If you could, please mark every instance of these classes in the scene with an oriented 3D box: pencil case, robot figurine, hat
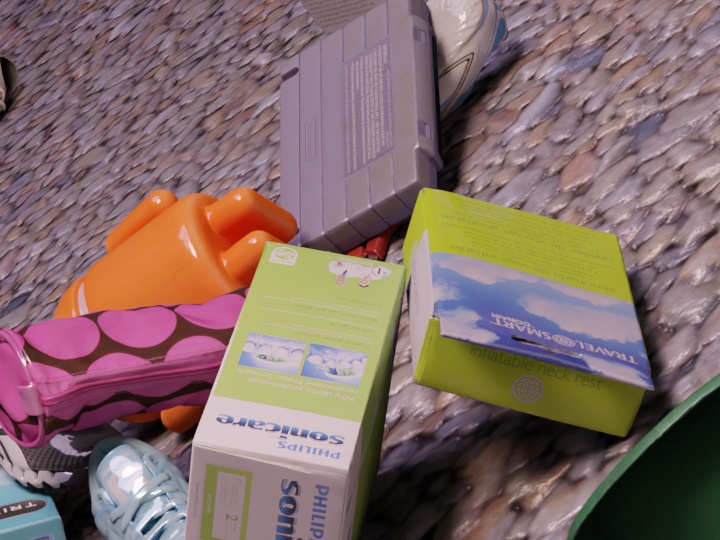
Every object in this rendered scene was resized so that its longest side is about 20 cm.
[{"bbox_3d":[-0.132,0.059,1.596,0.199,0.091,0.094,-11,25,-21],"label":"pencil case"},{"bbox_3d":[-0.128,0.025,1.733,0.200,0.144,0.117,-36,2,19],"label":"robot figurine"},{"bbox_3d":[0.203,0.133,1.093,0.165,0.176,0.200,-40,-18,1],"label":"hat"}]

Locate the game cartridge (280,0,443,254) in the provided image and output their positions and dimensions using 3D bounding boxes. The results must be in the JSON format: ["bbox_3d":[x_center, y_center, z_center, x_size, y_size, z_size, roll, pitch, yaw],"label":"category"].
[{"bbox_3d":[0.000,-0.100,1.803,0.129,0.038,0.201,-25,42,24],"label":"game cartridge"}]

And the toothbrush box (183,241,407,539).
[{"bbox_3d":[-0.036,0.101,1.359,0.085,0.146,0.200,9,33,3],"label":"toothbrush box"}]

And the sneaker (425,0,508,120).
[{"bbox_3d":[0.035,-0.121,1.873,0.200,0.072,0.072,-48,47,7],"label":"sneaker"}]

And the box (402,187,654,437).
[{"bbox_3d":[0.088,0.023,1.376,0.200,0.121,0.048,-92,17,-66],"label":"box"}]

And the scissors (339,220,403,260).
[{"bbox_3d":[0.000,0.000,1.731,0.073,0.014,0.200,-27,24,25],"label":"scissors"}]

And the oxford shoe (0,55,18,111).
[{"bbox_3d":[-0.416,-0.178,2.749,0.057,0.076,0.200,5,34,8],"label":"oxford shoe"}]

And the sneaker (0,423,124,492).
[{"bbox_3d":[-0.221,0.090,1.699,0.066,0.091,0.199,-16,19,-36],"label":"sneaker"}]

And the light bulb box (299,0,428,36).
[{"bbox_3d":[0.012,-0.327,2.133,0.124,0.200,0.198,-9,34,52],"label":"light bulb box"}]

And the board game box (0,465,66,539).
[{"bbox_3d":[-0.283,0.172,1.705,0.150,0.047,0.200,-15,17,-12],"label":"board game box"}]

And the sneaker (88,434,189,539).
[{"bbox_3d":[-0.128,0.150,1.522,0.074,0.082,0.200,-43,20,-9],"label":"sneaker"}]
